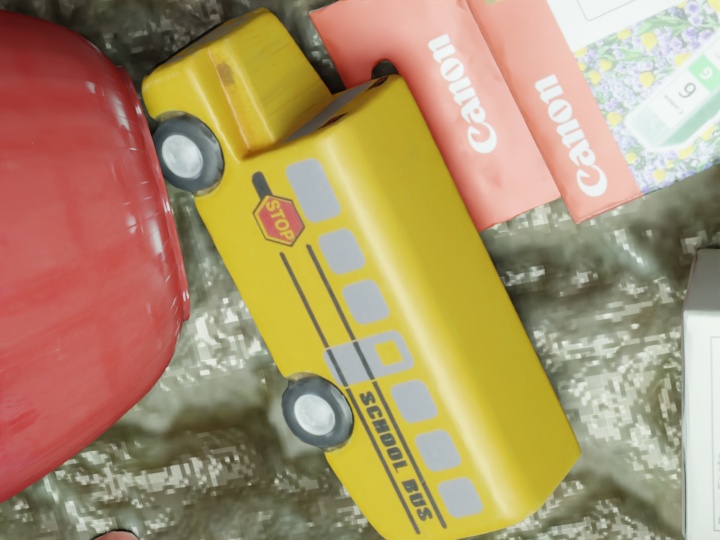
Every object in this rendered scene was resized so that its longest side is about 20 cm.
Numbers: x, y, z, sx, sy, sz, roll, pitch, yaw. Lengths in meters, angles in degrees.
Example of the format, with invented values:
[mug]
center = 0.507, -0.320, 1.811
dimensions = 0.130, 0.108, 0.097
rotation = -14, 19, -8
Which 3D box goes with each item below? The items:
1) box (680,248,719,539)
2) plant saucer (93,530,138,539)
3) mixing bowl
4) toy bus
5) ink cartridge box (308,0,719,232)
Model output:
[box]
center = 0.215, 0.045, 0.862
dimensions = 0.200, 0.078, 0.095
rotation = 2, 109, 12
[plant saucer]
center = -0.125, 0.236, 1.026
dimensions = 0.200, 0.037, 0.200
rotation = -30, 100, 19
[mixing bowl]
center = -0.125, -0.014, 0.875
dimensions = 0.108, 0.200, 0.201
rotation = -15, 107, -10
[toy bus]
center = 0.000, 0.000, 0.890
dimensions = 0.078, 0.065, 0.200
rotation = -17, 105, 36
[ink cartridge box]
center = 0.086, -0.081, 0.861
dimensions = 0.200, 0.050, 0.109
rotation = -24, 102, 18
